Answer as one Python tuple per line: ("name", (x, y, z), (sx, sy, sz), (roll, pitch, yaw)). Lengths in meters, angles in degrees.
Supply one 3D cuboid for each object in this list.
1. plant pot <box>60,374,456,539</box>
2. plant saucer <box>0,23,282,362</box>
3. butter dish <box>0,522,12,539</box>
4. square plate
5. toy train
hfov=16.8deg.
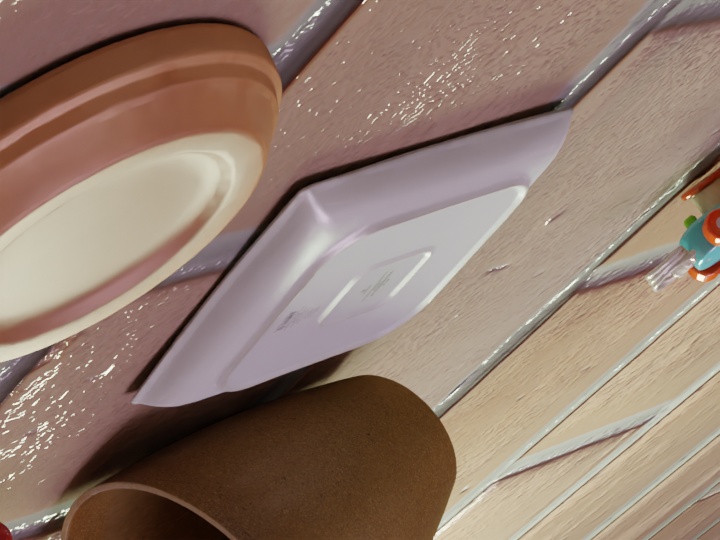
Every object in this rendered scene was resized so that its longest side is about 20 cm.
("plant pot", (-0.039, 0.148, 1.403), (0.200, 0.186, 0.186), (-40, 172, -41))
("plant saucer", (-0.112, -0.021, 0.955), (0.200, 0.037, 0.200), (-30, 164, -9))
("butter dish", (-0.210, 0.196, 1.238), (0.200, 0.148, 0.199), (7, 169, 10))
("square plate", (0.000, 0.000, 1.257), (0.198, 0.028, 0.200), (-20, 159, -42))
("toy train", (0.251, -0.071, 1.504), (0.200, 0.056, 0.150), (-43, 161, 22))
